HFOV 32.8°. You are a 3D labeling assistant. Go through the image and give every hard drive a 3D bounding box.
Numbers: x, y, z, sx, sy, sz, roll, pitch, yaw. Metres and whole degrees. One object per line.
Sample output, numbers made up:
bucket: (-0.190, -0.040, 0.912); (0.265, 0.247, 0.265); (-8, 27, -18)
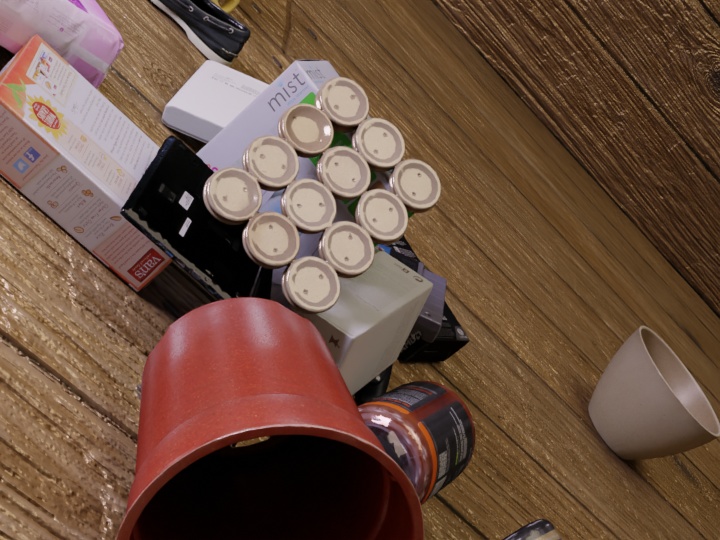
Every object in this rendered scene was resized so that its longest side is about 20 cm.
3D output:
hard drive: (-0.140, -0.182, 1.395); (0.130, 0.027, 0.201); (23, 24, -4)

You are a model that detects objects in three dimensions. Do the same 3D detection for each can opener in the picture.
can opener: (0.020, 0.086, 1.328); (0.201, 0.077, 0.064); (-82, 169, -60)

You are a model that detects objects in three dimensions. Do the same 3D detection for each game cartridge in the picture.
game cartridge: (0.000, 0.000, 1.340); (0.198, 0.039, 0.130); (25, 27, -4)

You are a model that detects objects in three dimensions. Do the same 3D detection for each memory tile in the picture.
memory tile: (-0.030, -0.069, 1.068); (0.153, 0.017, 0.200); (47, 59, 0)

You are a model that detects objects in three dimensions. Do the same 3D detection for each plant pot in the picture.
plant pot: (-0.075, 0.132, 0.850); (0.200, 0.201, 0.196); (39, 14, -29)

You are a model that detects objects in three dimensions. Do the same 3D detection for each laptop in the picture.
laptop: (-0.135, 0.011, 1.046); (0.200, 0.103, 0.178); (42, 21, -14)

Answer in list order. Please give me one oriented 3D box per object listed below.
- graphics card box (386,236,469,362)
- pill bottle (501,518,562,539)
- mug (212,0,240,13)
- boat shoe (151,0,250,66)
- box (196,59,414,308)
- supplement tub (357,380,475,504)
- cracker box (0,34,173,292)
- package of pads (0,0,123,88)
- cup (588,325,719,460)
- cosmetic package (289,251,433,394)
graphics card box: (0.044, 0.017, 1.490); (0.201, 0.051, 0.125); (57, 20, 18)
pill bottle: (0.182, 0.343, 1.135); (0.201, 0.112, 0.111); (58, 21, 18)
mug: (-0.208, -0.447, 1.618); (0.186, 0.149, 0.154); (40, 29, -10)
boat shoe: (-0.215, -0.344, 1.521); (0.200, 0.066, 0.075); (47, 20, -13)
box: (-0.064, -0.073, 1.187); (0.177, 0.199, 0.097); (53, 20, 3)
supplement tub: (0.031, 0.166, 1.119); (0.108, 0.107, 0.200); (54, 20, 10)
cracker box: (-0.236, -0.093, 1.054); (0.200, 0.058, 0.135); (43, 23, -21)
package of pads: (-0.315, -0.249, 1.100); (0.199, 0.076, 0.121); (31, 12, -47)
cup: (0.436, 0.208, 1.883); (0.200, 0.143, 0.201); (43, 22, -22)
cosmetic package: (-0.011, 0.059, 1.165); (0.074, 0.103, 0.200); (32, 23, 16)
